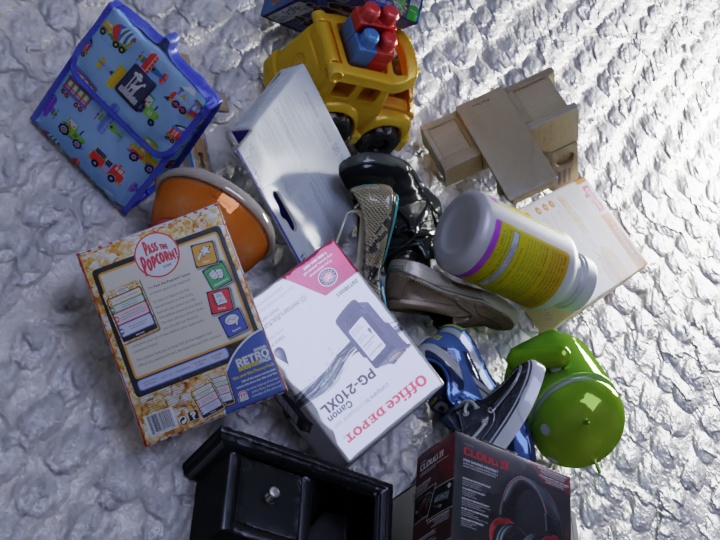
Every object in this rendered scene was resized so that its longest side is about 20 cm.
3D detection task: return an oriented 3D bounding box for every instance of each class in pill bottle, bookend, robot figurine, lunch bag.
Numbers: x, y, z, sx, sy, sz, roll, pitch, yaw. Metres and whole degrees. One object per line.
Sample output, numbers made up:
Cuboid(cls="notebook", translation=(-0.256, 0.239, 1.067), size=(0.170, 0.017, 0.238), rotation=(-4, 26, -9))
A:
Cuboid(cls="pill bottle", translation=(0.192, -0.015, 1.617), size=(0.199, 0.104, 0.105), rotation=(23, 47, -29))
Cuboid(cls="bookend", translation=(-0.076, 0.281, 1.279), size=(0.199, 0.092, 0.200), rotation=(23, 48, -22))
Cuboid(cls="robot figurine", translation=(0.241, 0.152, 1.574), size=(0.200, 0.115, 0.177), rotation=(-115, -178, -59))
Cuboid(cls="lunch bag", translation=(-0.237, -0.185, 1.418), size=(0.151, 0.200, 0.094), rotation=(45, 42, -1))

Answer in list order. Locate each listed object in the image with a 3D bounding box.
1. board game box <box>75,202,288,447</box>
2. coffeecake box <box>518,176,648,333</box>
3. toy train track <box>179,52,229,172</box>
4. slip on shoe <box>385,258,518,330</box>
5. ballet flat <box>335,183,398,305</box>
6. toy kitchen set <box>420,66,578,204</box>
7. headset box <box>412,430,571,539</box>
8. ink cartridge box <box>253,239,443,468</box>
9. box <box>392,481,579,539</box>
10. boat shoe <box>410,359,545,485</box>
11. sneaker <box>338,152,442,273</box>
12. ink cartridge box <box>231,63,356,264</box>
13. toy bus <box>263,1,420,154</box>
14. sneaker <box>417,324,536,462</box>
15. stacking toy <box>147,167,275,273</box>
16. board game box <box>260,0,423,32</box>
Cuboid(cls="board game box", translation=(-0.176, 0.054, 1.317), size=(0.150, 0.046, 0.202), rotation=(-20, 86, -11))
Cuboid(cls="coffeecake box", translation=(0.276, -0.023, 1.796), size=(0.199, 0.073, 0.154), rotation=(-26, 77, -46))
Cuboid(cls="toy train track", translation=(-0.201, -0.160, 1.557), size=(0.114, 0.032, 0.202), rotation=(8, 61, -43))
Cuboid(cls="slip on shoe", translation=(0.109, 0.046, 1.614), size=(0.199, 0.076, 0.061), rotation=(25, 71, -38))
Cuboid(cls="ballet flat", translation=(0.000, 0.000, 1.536), size=(0.074, 0.068, 0.203), rotation=(3, 93, -13))
Cuboid(cls="toy kitchen set", translation=(0.211, -0.130, 1.817), size=(0.198, 0.181, 0.164), rotation=(-24, 60, -5))
Cuboid(cls="headset box", translation=(0.129, 0.262, 1.308), size=(0.148, 0.075, 0.202), rotation=(24, 49, -22))
Cuboid(cls="ink cartridge box", translation=(-0.029, 0.094, 1.428), size=(0.144, 0.084, 0.201), rotation=(-37, 85, -22))
Cuboid(cls="box", translation=(0.126, 0.310, 1.405), size=(0.198, 0.109, 0.129), rotation=(18, 51, -26))
Cuboid(cls="boat shoe", translation=(0.128, 0.174, 1.476), size=(0.068, 0.201, 0.072), rotation=(35, 1, -4))
Cuboid(cls="sneaker", translation=(0.042, -0.063, 1.607), size=(0.199, 0.076, 0.115), rotation=(41, 39, -53))
Cuboid(cls="ink cartridge box", translation=(-0.074, -0.107, 1.547), size=(0.201, 0.040, 0.201), rotation=(62, 35, -25))
Cuboid(cls="toy bus", translation=(0.006, -0.251, 1.668), size=(0.198, 0.192, 0.137), rotation=(6, 54, -36))
Cuboid(cls="sneaker", translation=(0.126, 0.162, 1.547), size=(0.082, 0.074, 0.201), rotation=(-22, 70, -39))
Cuboid(cls="stacking toy", translation=(-0.191, 0.006, 1.393), size=(0.146, 0.146, 0.201), rotation=(35, 61, -11))
Cuboid(cls="board game box", translation=(-0.027, -0.336, 1.705), size=(0.134, 0.199, 0.035), rotation=(19, 80, -27))
